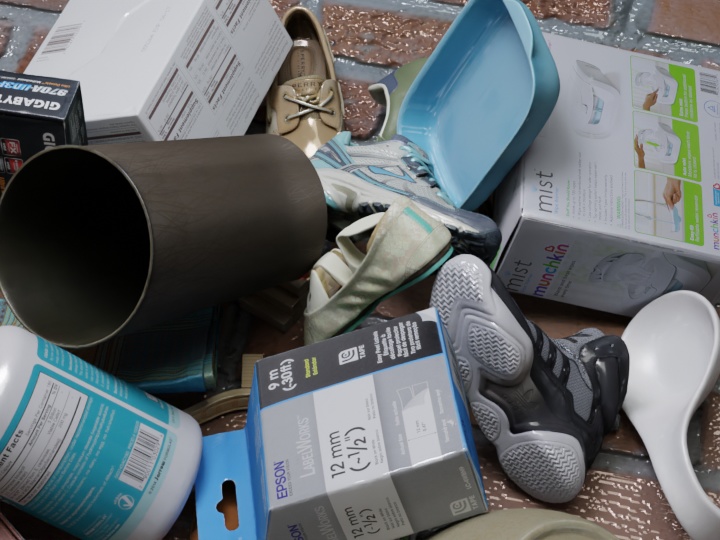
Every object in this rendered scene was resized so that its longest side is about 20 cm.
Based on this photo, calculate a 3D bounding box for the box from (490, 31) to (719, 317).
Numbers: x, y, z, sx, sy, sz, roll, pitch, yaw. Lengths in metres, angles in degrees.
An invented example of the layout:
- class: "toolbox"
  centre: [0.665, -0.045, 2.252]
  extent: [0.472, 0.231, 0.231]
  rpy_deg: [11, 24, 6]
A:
- class: "box"
  centre: [0.196, -0.074, 1.486]
  extent: [0.175, 0.097, 0.201]
  rpy_deg: [10, 52, -8]

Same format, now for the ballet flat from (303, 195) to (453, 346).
- class: "ballet flat"
  centre: [0.000, 0.000, 1.387]
  extent: [0.062, 0.200, 0.067]
  rpy_deg: [46, 51, -4]

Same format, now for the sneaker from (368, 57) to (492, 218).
- class: "sneaker"
  centre: [0.053, -0.085, 1.544]
  extent: [0.089, 0.067, 0.202]
  rpy_deg: [-15, 59, 13]

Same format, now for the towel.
- class: "towel"
  centre: [-0.203, 0.054, 1.417]
  extent: [0.198, 0.022, 0.147]
  rpy_deg: [-2, 25, -1]

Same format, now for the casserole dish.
- class: "casserole dish"
  centre: [0.090, -0.122, 1.430]
  extent: [0.039, 0.200, 0.122]
  rpy_deg: [0, 55, -30]

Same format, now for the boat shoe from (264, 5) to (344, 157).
- class: "boat shoe"
  centre: [-0.049, -0.133, 1.573]
  extent: [0.071, 0.065, 0.201]
  rpy_deg: [-6, 52, -5]

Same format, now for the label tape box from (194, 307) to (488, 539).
- class: "label tape box"
  centre: [-0.025, 0.118, 1.273]
  extent: [0.198, 0.066, 0.144]
  rpy_deg: [-16, 40, 5]

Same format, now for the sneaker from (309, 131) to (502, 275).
- class: "sneaker"
  centre: [0.031, -0.061, 1.421]
  extent: [0.199, 0.078, 0.087]
  rpy_deg: [20, 64, 38]

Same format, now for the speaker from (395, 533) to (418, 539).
- class: "speaker"
  centre: [0.005, 0.161, 1.330]
  extent: [0.088, 0.089, 0.201]
  rpy_deg: [19, 54, 14]

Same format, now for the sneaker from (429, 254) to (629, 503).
- class: "sneaker"
  centre: [0.126, 0.058, 1.364]
  extent: [0.075, 0.201, 0.114]
  rpy_deg: [-4, 29, 47]

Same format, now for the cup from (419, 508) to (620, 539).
- class: "cup"
  centre: [0.113, 0.231, 1.202]
  extent: [0.199, 0.143, 0.202]
  rpy_deg: [9, 59, -15]

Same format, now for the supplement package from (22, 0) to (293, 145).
- class: "supplement package"
  centre: [-0.173, -0.147, 1.522]
  extent: [0.155, 0.111, 0.201]
  rpy_deg: [-3, 45, 32]

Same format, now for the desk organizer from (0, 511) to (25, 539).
- class: "desk organizer"
  centre: [-0.314, 0.165, 1.334]
  extent: [0.077, 0.072, 0.200]
  rpy_deg: [-35, 59, -22]

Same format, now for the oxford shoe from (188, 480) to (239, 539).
- class: "oxford shoe"
  centre: [-0.090, 0.200, 1.308]
  extent: [0.071, 0.072, 0.201]
  rpy_deg: [3, 50, 4]

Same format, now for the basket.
- class: "basket"
  centre: [-0.132, -0.030, 1.355]
  extent: [0.199, 0.180, 0.137]
  rpy_deg: [-13, 87, -46]

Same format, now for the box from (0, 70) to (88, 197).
- class: "box"
  centre: [-0.283, -0.068, 1.435]
  extent: [0.158, 0.201, 0.046]
  rpy_deg: [9, 49, 5]

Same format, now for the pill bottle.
- class: "pill bottle"
  centre: [-0.215, 0.109, 1.299]
  extent: [0.199, 0.111, 0.111]
  rpy_deg: [30, 49, -20]

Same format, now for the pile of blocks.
- class: "pile of blocks"
  centre: [-0.098, -0.044, 1.504]
  extent: [0.082, 0.062, 0.200]
  rpy_deg: [-24, 55, -18]

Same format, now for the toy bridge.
- class: "toy bridge"
  centre: [-0.165, 0.095, 1.416]
  extent: [0.198, 0.027, 0.068]
  rpy_deg: [0, 52, 0]

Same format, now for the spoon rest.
- class: "spoon rest"
  centre: [0.233, 0.102, 1.381]
  extent: [0.060, 0.099, 0.201]
  rpy_deg: [26, 42, -39]
